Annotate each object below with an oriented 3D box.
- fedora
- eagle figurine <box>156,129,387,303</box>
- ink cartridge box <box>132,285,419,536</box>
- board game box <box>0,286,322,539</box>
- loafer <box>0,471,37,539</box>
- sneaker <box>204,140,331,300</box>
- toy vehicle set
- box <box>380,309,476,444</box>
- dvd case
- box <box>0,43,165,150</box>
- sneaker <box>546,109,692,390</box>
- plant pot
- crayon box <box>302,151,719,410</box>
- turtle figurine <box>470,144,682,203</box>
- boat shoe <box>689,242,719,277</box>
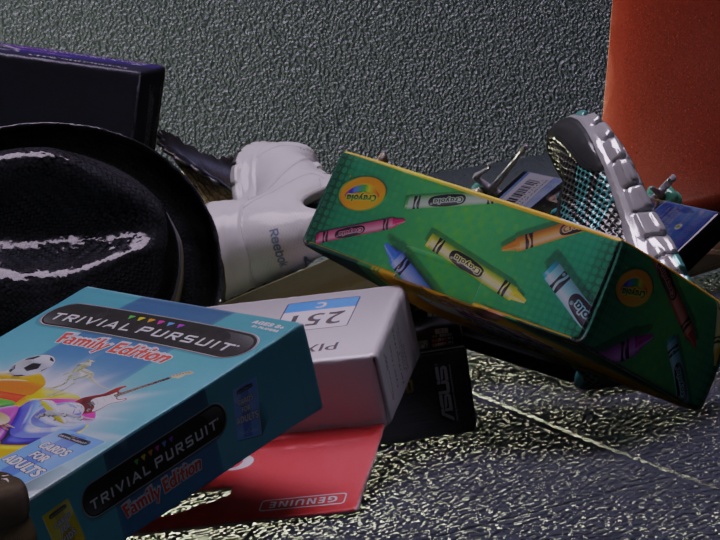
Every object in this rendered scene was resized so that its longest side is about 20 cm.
[{"bbox_3d":[-0.173,-0.010,1.460,0.200,0.202,0.092,-9,-17,-9],"label":"fedora"},{"bbox_3d":[-0.060,-0.026,1.860,0.199,0.151,0.152,-11,43,-33],"label":"eagle figurine"},{"bbox_3d":[-0.083,0.070,1.324,0.199,0.045,0.176,-7,21,14],"label":"ink cartridge box"},{"bbox_3d":[-0.140,0.075,1.218,0.151,0.047,0.200,8,30,41],"label":"board game box"},{"bbox_3d":[-0.202,0.138,0.947,0.199,0.068,0.076,-24,1,3],"label":"loafer"},{"bbox_3d":[-0.042,-0.035,1.698,0.087,0.075,0.200,-10,20,11],"label":"sneaker"},{"bbox_3d":[0.000,0.000,1.606,0.124,0.027,0.200,-22,0,15],"label":"toy vehicle set"},{"bbox_3d":[-0.017,0.063,1.507,0.158,0.049,0.200,-8,5,2],"label":"box"},{"bbox_3d":[0.114,0.000,1.638,0.143,0.018,0.200,-43,29,-19],"label":"dvd case"},{"bbox_3d":[-0.212,-0.092,1.762,0.147,0.105,0.200,8,5,-2],"label":"box"},{"bbox_3d":[0.130,-0.012,1.534,0.091,0.078,0.200,-23,45,3],"label":"sneaker"},{"bbox_3d":[0.305,-0.116,1.913,0.199,0.201,0.176,6,-1,-34],"label":"plant pot"},{"bbox_3d":[0.082,0.004,1.395,0.200,0.058,0.119,20,-6,42],"label":"crayon box"},{"bbox_3d":[0.138,-0.016,1.838,0.149,0.101,0.200,9,-12,-1],"label":"turtle figurine"},{"bbox_3d":[0.155,0.010,1.701,0.199,0.070,0.074,-13,-21,33],"label":"boat shoe"}]
